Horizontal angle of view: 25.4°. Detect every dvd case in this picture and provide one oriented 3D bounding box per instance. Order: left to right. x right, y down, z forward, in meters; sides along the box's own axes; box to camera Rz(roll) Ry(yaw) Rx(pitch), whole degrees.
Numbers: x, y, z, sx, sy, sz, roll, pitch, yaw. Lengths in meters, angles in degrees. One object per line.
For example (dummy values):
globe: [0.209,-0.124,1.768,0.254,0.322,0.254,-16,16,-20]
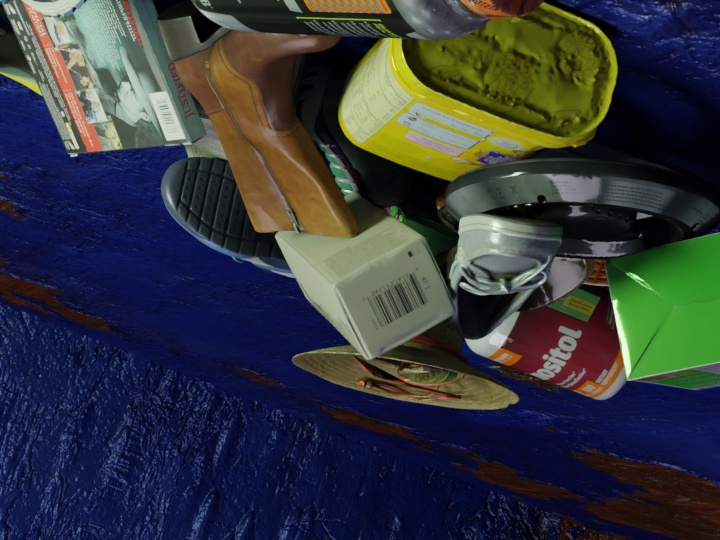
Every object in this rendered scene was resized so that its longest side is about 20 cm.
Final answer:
dvd case: [-0.210,-0.165,1.283,0.200,0.022,0.146,1,118,53]

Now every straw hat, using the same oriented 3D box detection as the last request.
straw hat: [0.044,0.052,1.304,0.201,0.085,0.201,11,167,2]

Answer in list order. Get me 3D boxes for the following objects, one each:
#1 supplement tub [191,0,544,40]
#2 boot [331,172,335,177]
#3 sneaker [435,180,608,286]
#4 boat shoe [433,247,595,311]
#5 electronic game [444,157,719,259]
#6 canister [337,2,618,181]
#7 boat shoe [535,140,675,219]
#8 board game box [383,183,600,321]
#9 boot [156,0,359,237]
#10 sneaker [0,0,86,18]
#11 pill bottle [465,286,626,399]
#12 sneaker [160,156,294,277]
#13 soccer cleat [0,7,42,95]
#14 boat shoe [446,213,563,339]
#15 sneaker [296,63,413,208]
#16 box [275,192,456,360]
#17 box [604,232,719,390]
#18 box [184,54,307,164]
supplement tub: [0.003,-0.188,0.870,0.200,0.123,0.123,9,164,36]
boot: [-0.017,-0.049,1.582,0.200,0.072,0.155,21,171,-33]
sneaker: [0.169,-0.037,1.388,0.200,0.076,0.092,25,-176,31]
boat shoe: [0.111,-0.001,1.338,0.200,0.063,0.073,-23,111,38]
electronic game: [0.161,-0.046,1.157,0.200,0.042,0.200,5,168,1]
canister: [0.073,-0.125,1.115,0.148,0.087,0.200,19,168,-11]
boat shoe: [0.187,-0.061,1.260,0.200,0.066,0.072,22,166,-18]
board game box: [0.112,-0.023,1.466,0.200,0.029,0.135,22,-163,-14]
boot: [-0.052,-0.105,1.169,0.188,0.068,0.200,-1,122,41]
sneaker: [-0.250,-0.233,1.141,0.200,0.077,0.085,5,157,43]
pill bottle: [0.178,0.048,1.615,0.200,0.113,0.113,21,167,-11]
sneaker: [-0.092,-0.038,1.383,0.200,0.074,0.082,24,166,-30]
soccer cleat: [-0.295,-0.195,1.422,0.200,0.065,0.084,23,-164,-37]
boat shoe: [0.099,0.003,1.154,0.074,0.065,0.202,7,168,-7]
sneaker: [0.022,-0.101,1.317,0.087,0.075,0.200,6,162,25]
box: [0.000,0.000,1.244,0.068,0.082,0.200,64,173,-17]
box: [0.308,0.022,1.175,0.200,0.097,0.176,-14,166,26]
box: [-0.096,-0.126,1.352,0.095,0.078,0.200,17,167,2]
